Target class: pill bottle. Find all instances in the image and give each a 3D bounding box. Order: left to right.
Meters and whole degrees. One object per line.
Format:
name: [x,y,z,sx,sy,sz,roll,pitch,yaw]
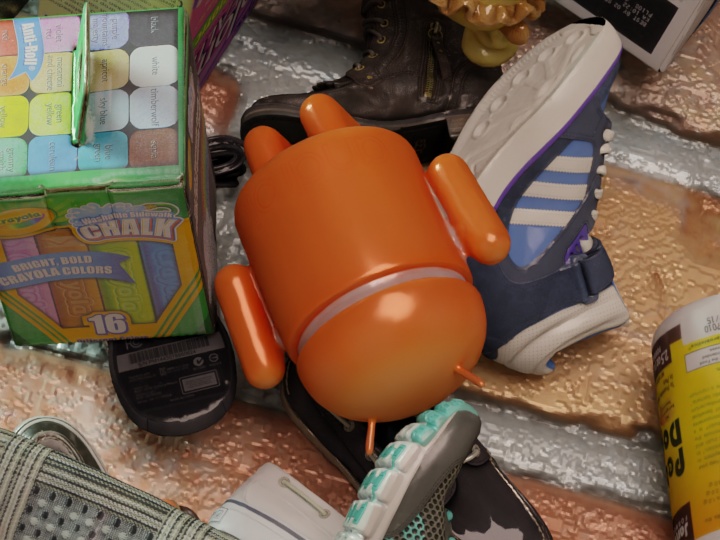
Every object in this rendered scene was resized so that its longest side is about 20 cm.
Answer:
pill bottle: [0.234,0.121,1.626,0.108,0.109,0.201,1,64,-11]

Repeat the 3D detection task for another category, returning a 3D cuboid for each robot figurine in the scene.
robot figurine: [-0.001,0.001,1.568,0.143,0.117,0.201,-12,62,-24]

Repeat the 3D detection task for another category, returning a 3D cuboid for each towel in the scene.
towel: [-0.175,0.202,1.485,0.192,0.035,0.201,23,82,17]

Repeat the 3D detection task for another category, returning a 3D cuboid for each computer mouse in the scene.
computer mouse: [-0.095,0.012,1.648,0.139,0.046,0.201,-17,58,-10]

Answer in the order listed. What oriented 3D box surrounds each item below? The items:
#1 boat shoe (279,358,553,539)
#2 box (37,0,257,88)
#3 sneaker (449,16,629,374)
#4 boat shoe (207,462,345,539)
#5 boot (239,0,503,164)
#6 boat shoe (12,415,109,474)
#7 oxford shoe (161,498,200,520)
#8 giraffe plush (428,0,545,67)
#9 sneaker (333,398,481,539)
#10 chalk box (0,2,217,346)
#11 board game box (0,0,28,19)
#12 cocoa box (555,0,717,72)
boat shoe: [0.035,0.111,1.615,0.200,0.063,0.073,41,64,11]
box: [-0.109,-0.203,1.663,0.096,0.200,0.176,29,61,3]
sneaker: [0.124,-0.035,1.677,0.146,0.080,0.200,43,76,-25]
boat shoe: [0.009,0.176,1.571,0.199,0.074,0.067,34,65,7]
boot: [0.012,-0.144,1.742,0.198,0.069,0.175,1,60,-19]
boat shoe: [-0.156,0.167,1.548,0.070,0.064,0.201,-10,66,-15]
oxford shoe: [-0.072,0.221,1.546,0.072,0.071,0.201,-6,71,-34]
giraffe plush: [0.051,-0.215,1.662,0.161,0.173,0.201,26,76,1]
sneaker: [0.026,0.168,1.499,0.091,0.078,0.201,27,91,-6]
chalk box: [-0.151,-0.063,1.551,0.123,0.201,0.125,-4,55,3]
board game box: [-0.258,-0.215,1.634,0.028,0.200,0.136,30,77,41]
cocoa box: [0.161,-0.253,1.765,0.199,0.134,0.131,35,42,7]
